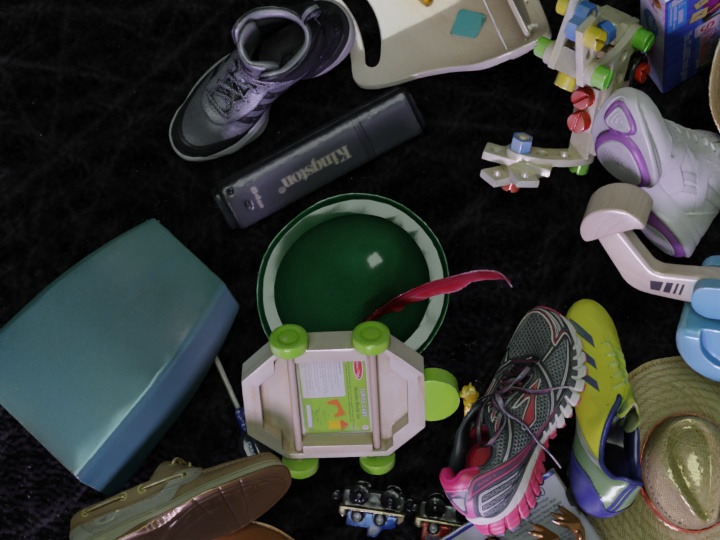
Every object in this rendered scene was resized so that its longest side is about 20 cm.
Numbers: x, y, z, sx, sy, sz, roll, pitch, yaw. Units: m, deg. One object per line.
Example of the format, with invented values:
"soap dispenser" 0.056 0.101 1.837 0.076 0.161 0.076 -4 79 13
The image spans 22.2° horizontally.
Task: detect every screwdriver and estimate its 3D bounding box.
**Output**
"screwdriver" -0.112 0.105 1.610 0.029 0.028 0.202 -30 77 43

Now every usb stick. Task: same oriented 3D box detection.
"usb stick" -0.036 -0.099 1.620 0.198 0.056 0.033 -28 43 0

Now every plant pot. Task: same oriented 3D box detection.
"plant pot" -0.206 0.065 1.563 0.141 0.141 0.200 40 83 12

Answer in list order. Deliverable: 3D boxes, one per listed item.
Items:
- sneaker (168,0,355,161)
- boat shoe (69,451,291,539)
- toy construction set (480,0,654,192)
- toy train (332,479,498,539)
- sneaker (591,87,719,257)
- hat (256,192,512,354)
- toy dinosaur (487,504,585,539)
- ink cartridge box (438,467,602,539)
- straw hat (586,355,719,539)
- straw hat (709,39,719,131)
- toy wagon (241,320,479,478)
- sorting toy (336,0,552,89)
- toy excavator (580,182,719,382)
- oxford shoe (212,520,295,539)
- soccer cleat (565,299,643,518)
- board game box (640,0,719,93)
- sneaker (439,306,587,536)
"sneaker" -0.100 -0.170 1.589 0.199 0.114 0.076 -37 81 12
"boat shoe" -0.157 0.195 1.558 0.198 0.074 0.067 -22 50 -6
"toy construction set" 0.183 -0.144 1.560 0.092 0.131 0.201 41 130 18
"toy train" 0.072 0.218 1.582 0.198 0.034 0.046 10 96 4
"sneaker" 0.258 -0.100 1.547 0.100 0.200 0.075 -47 50 -10
"hat" 0.000 0.000 1.539 0.199 0.176 0.167 -29 82 -1
"toy dinosaur" 0.159 0.255 1.506 0.198 0.061 0.107 15 116 3
"ink cartridge box" 0.131 0.298 1.546 0.198 0.041 0.201 -31 93 0
"straw hat" 0.279 0.169 1.548 0.198 0.085 0.204 0 82 3
"straw hat" 0.376 -0.168 1.574 0.199 0.085 0.204 -3 103 -13
"toy wagon" 0.001 0.107 1.550 0.197 0.156 0.040 -3 41 0
"sorting toy" 0.050 -0.253 1.616 0.179 0.107 0.202 -26 91 12
"toy excavator" 0.287 0.022 1.530 0.198 0.196 0.100 6 44 19
"oxford shoe" -0.073 0.260 1.564 0.198 0.071 0.072 20 86 13
"soccer cleat" 0.209 0.109 1.537 0.064 0.084 0.202 17 55 -24
"board game box" 0.327 -0.250 1.541 0.198 0.200 0.041 -33 72 -1
"sneaker" 0.127 0.114 1.508 0.075 0.080 0.202 42 55 -33
